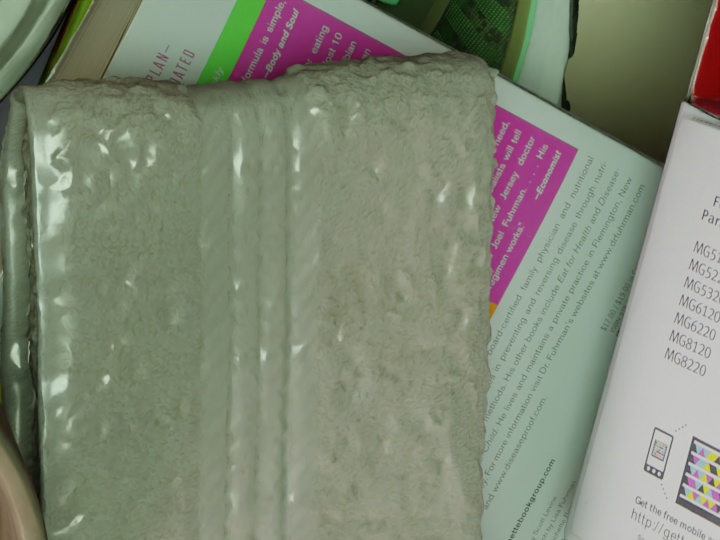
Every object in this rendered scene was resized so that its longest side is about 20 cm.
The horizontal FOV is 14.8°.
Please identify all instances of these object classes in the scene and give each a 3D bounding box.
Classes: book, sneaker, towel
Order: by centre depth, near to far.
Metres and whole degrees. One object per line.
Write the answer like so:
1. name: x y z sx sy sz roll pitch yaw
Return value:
1. towel: -0.027 0.043 0.725 0.132 0.034 0.201 -7 110 -25
2. book: 0.000 0.000 0.762 0.199 0.048 0.134 27 96 -27
3. sneaker: 0.021 -0.077 0.823 0.088 0.077 0.201 4 103 4

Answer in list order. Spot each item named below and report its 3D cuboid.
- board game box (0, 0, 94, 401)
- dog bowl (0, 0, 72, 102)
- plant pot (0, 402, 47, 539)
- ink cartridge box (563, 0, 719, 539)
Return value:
1. board game box: -0.066 -0.057 0.803 0.047 0.102 0.201 22 103 -10
2. dog bowl: -0.172 -0.126 0.793 0.199 0.074 0.201 -1 106 -4
3. plant pot: -0.193 0.039 0.707 0.199 0.174 0.201 -9 125 -14
4. ink cartridge box: 0.173 0.008 0.795 0.199 0.084 0.176 0 109 -42
